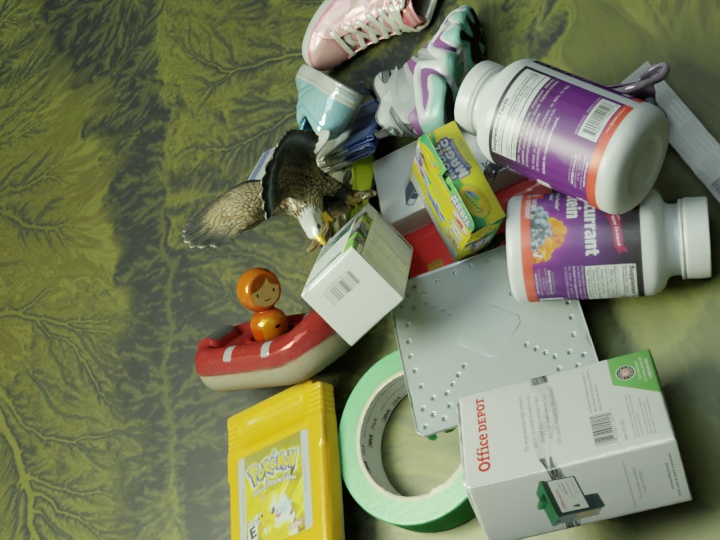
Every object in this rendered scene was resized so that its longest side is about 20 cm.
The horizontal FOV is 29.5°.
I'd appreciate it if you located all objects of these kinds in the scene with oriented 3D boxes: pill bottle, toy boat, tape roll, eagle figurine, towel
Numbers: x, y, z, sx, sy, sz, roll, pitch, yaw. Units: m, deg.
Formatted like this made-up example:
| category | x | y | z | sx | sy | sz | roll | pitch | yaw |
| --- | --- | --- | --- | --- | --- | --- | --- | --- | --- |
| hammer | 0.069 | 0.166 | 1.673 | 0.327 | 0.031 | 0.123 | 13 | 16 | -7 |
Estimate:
| category | x | y | z | sx | sy | sz | roll | pitch | yaw |
| --- | --- | --- | --- | --- | --- | --- | --- | --- | --- |
| pill bottle | 0.195 | -0.139 | 1.353 | 0.200 | 0.112 | 0.113 | 27 | 87 | 31 |
| pill bottle | 0.253 | -0.028 | 1.395 | 0.200 | 0.111 | 0.112 | -4 | 68 | 13 |
| toy boat | -0.105 | 0.059 | 1.589 | 0.200 | 0.130 | 0.131 | -9 | 104 | 30 |
| tape roll | 0.070 | 0.182 | 1.491 | 0.200 | 0.048 | 0.201 | -14 | 63 | 29 |
| eagle figurine | -0.082 | -0.084 | 1.503 | 0.151 | 0.200 | 0.152 | 25 | 103 | 46 |
| towel | -0.053 | -0.146 | 1.685 | 0.200 | 0.024 | 0.147 | -24 | 24 | 23 |

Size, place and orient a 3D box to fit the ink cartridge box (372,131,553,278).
| category | x | y | z | sx | sy | sz | roll | pitch | yaw |
| --- | --- | --- | --- | --- | --- | --- | --- | --- | --- |
| ink cartridge box | 0.119 | -0.086 | 1.571 | 0.200 | 0.045 | 0.176 | -26 | 58 | 23 |

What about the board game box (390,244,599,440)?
| category | x | y | z | sx | sy | sz | roll | pitch | yaw |
| --- | --- | --- | --- | --- | --- | --- | --- | --- | --- |
| board game box | 0.139 | 0.069 | 1.459 | 0.200 | 0.026 | 0.200 | -20 | 51 | 10 |

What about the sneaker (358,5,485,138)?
| category | x | y | z | sx | sy | sz | roll | pitch | yaw |
| --- | --- | --- | --- | --- | --- | --- | --- | --- | --- |
| sneaker | 0.064 | -0.234 | 1.622 | 0.140 | 0.078 | 0.200 | -5 | 45 | 30 |

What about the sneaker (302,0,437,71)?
| category | x | y | z | sx | sy | sz | roll | pitch | yaw |
| --- | --- | --- | --- | --- | --- | --- | --- | --- | --- |
| sneaker | 0.018 | -0.316 | 1.713 | 0.200 | 0.075 | 0.105 | -45 | 48 | 5 |

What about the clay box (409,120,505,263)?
| category | x | y | z | sx | sy | sz | roll | pitch | yaw |
| --- | --- | --- | --- | --- | --- | --- | --- | --- | --- |
| clay box | 0.101 | -0.082 | 1.449 | 0.048 | 0.200 | 0.115 | -27 | 83 | -6 |

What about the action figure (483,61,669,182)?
| category | x | y | z | sx | sy | sz | roll | pitch | yaw |
| --- | --- | --- | --- | --- | --- | --- | --- | --- | --- |
| action figure | 0.210 | -0.164 | 1.453 | 0.200 | 0.134 | 0.149 | 28 | 131 | 31 |

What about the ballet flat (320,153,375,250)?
| category | x | y | z | sx | sy | sz | roll | pitch | yaw |
| --- | --- | --- | --- | --- | --- | --- | --- | --- | --- |
| ballet flat | -0.021 | -0.077 | 1.640 | 0.067 | 0.067 | 0.200 | -26 | 56 | 51 |

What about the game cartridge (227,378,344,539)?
| category | x | y | z | sx | sy | sz | roll | pitch | yaw |
| --- | --- | --- | --- | --- | --- | --- | --- | --- | --- |
| game cartridge | -0.090 | 0.238 | 1.557 | 0.176 | 0.032 | 0.200 | -30 | 56 | 40 |

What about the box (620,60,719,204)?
| category | x | y | z | sx | sy | sz | roll | pitch | yaw |
| --- | --- | --- | --- | --- | --- | --- | --- | --- | --- |
| box | 0.347 | -0.140 | 1.443 | 0.041 | 0.039 | 0.200 | -40 | 54 | 12 |

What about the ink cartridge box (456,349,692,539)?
| category | x | y | z | sx | sy | sz | roll | pitch | yaw |
| --- | --- | --- | --- | --- | --- | --- | --- | --- | --- |
| ink cartridge box | 0.201 | 0.170 | 1.318 | 0.200 | 0.084 | 0.146 | -15 | 30 | 11 |

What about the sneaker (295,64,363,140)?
| category | x | y | z | sx | sy | sz | roll | pitch | yaw |
| --- | --- | --- | --- | --- | --- | --- | --- | --- | --- |
| sneaker | -0.055 | -0.199 | 1.673 | 0.082 | 0.074 | 0.200 | -59 | 13 | 4 |

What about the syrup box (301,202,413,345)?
| category | x | y | z | sx | sy | sz | roll | pitch | yaw |
| --- | --- | --- | --- | --- | --- | --- | --- | --- | --- |
| syrup box | 0.000 | 0.000 | 1.489 | 0.079 | 0.081 | 0.200 | -43 | 9 | 15 |
